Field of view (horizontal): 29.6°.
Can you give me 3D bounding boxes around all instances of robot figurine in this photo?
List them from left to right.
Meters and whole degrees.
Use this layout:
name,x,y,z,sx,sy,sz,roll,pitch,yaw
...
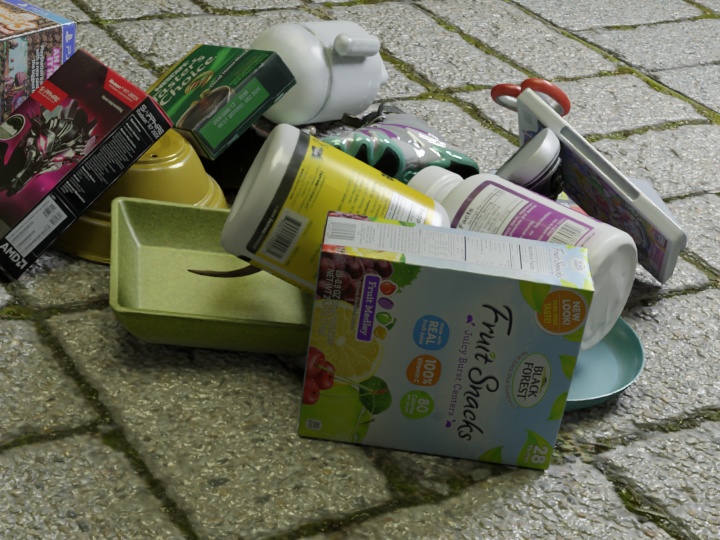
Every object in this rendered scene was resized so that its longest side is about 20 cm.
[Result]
name,x,y,z,sx,sy,sz,roll,pitch,yaw
robot figurine,-0.054,-0.225,1.543,0.199,0.169,0.114,-16,78,-50

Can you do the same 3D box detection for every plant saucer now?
name,x,y,z,sx,sy,sz,roll,pitch,yaw
plant saucer,-0.118,0.011,1.170,0.198,0.048,0.200,6,28,-13
plant saucer,0.145,0.065,1.176,0.198,0.028,0.201,6,28,-3

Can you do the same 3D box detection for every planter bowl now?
name,x,y,z,sx,sy,sz,roll,pitch,yaw
planter bowl,-0.214,-0.088,1.297,0.199,0.084,0.201,7,28,-4

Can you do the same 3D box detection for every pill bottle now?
name,x,y,z,sx,sy,sz,roll,pitch,yaw
pill bottle,-0.001,-0.025,1.085,0.199,0.113,0.113,27,26,-11
pill bottle,0.128,-0.017,1.176,0.199,0.113,0.112,27,34,31

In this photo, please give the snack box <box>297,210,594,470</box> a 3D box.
name,x,y,z,sx,sy,sz,roll,pitch,yaw
snack box,0.060,0.054,1.022,0.198,0.170,0.068,7,32,-1

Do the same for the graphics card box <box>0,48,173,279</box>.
name,x,y,z,sx,sy,sz,roll,pitch,yaw
graphics card box,-0.280,-0.100,1.225,0.200,0.051,0.125,-46,51,-10

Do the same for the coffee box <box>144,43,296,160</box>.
name,x,y,z,sx,sy,sz,roll,pitch,yaw
coffee box,-0.160,-0.177,1.399,0.123,0.044,0.200,-44,28,-13

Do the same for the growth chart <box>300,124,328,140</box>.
name,x,y,z,sx,sy,sz,roll,pitch,yaw
growth chart,-0.011,-0.111,1.464,0.199,0.018,0.145,23,31,23

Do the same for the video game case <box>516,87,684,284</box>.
name,x,y,z,sx,sy,sz,roll,pitch,yaw
video game case,0.225,-0.078,1.297,0.018,0.143,0.200,-42,73,-4

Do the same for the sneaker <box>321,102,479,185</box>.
name,x,y,z,sx,sy,sz,roll,pitch,yaw
sneaker,0.009,-0.122,1.345,0.199,0.078,0.140,8,29,-41

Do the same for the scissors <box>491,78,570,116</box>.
name,x,y,z,sx,sy,sz,roll,pitch,yaw
scissors,0.200,-0.145,1.373,0.073,0.014,0.200,0,-20,36

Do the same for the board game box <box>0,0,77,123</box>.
name,x,y,z,sx,sy,sz,roll,pitch,yaw
board game box,-0.378,-0.158,1.299,0.096,0.160,0.200,25,32,28

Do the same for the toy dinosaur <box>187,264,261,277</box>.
name,x,y,z,sx,sy,sz,roll,pitch,yaw
toy dinosaur,-0.062,-0.024,1.168,0.105,0.061,0.200,-9,21,17

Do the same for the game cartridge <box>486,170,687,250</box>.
name,x,y,z,sx,sy,sz,roll,pitch,yaw
game cartridge,0.228,-0.064,1.426,0.198,0.041,0.133,2,25,-11

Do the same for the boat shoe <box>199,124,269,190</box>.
name,x,y,z,sx,sy,sz,roll,pitch,yaw
boat shoe,-0.095,-0.104,1.385,0.199,0.076,0.074,26,0,44

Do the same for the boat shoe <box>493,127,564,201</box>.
name,x,y,z,sx,sy,sz,roll,pitch,yaw
boat shoe,0.165,-0.088,1.280,0.057,0.069,0.200,44,1,-1
